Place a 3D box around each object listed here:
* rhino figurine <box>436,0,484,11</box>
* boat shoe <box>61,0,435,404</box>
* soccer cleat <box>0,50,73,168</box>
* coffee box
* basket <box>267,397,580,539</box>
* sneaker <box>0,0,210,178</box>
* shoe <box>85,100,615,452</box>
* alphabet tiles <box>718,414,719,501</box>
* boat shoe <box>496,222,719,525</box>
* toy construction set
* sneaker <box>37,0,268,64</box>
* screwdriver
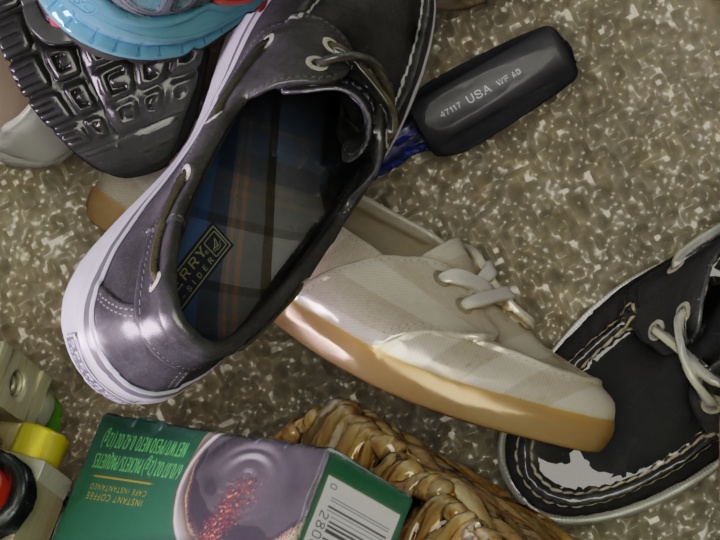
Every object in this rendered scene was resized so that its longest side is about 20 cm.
[{"bbox_3d":[0.002,-0.177,1.032,0.087,0.060,0.200,-37,82,-2],"label":"rhino figurine"},{"bbox_3d":[-0.021,-0.041,0.933,0.070,0.066,0.200,49,55,-17],"label":"boat shoe"},{"bbox_3d":[-0.172,-0.111,1.030,0.200,0.078,0.069,40,89,7],"label":"soccer cleat"},{"bbox_3d":[-0.069,0.147,0.920,0.044,0.123,0.200,33,73,-38],"label":"coffee box"},{"bbox_3d":[0.002,0.163,0.989,0.149,0.143,0.200,32,93,-38],"label":"basket"},{"bbox_3d":[-0.088,-0.123,1.010,0.076,0.091,0.200,-14,72,7],"label":"sneaker"},{"bbox_3d":[0.000,0.000,0.990,0.200,0.070,0.053,27,100,14],"label":"shoe"},{"bbox_3d":[0.193,0.036,0.917,0.167,0.008,0.200,-7,53,18],"label":"alphabet tiles"},{"bbox_3d":[0.133,0.019,1.005,0.200,0.060,0.074,-31,83,1],"label":"boat shoe"},{"bbox_3d":[-0.164,0.095,0.998,0.131,0.092,0.200,13,87,27],"label":"toy construction set"},{"bbox_3d":[-0.015,-0.145,0.928,0.079,0.096,0.200,40,58,7],"label":"sneaker"},{"bbox_3d":[-0.011,-0.026,1.042,0.200,0.028,0.029,-33,113,7],"label":"screwdriver"}]
